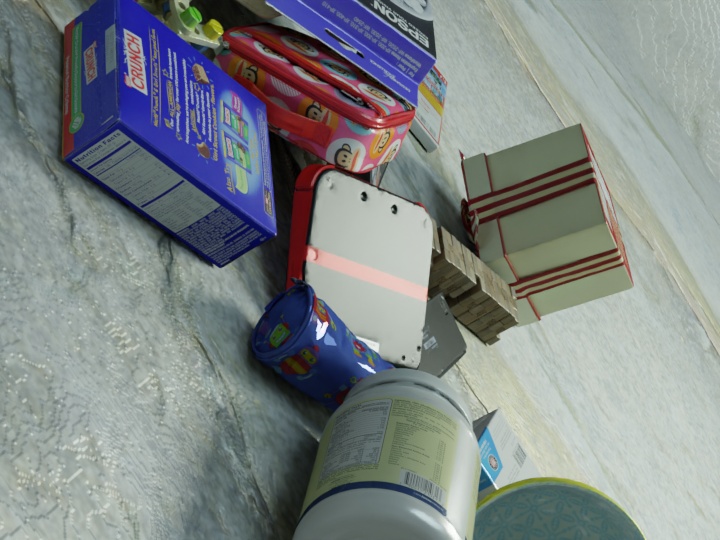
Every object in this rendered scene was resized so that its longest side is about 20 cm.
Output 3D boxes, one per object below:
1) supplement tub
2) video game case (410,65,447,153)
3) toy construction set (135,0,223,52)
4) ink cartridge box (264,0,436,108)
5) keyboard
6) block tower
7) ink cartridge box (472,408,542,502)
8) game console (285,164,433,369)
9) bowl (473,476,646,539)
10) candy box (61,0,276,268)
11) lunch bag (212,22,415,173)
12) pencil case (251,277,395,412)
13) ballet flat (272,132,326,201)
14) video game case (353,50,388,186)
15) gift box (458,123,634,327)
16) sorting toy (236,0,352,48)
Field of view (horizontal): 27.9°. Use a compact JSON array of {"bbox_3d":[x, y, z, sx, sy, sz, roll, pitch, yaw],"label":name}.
[{"bbox_3d":[0.027,0.189,1.211,0.145,0.144,0.201,50,26,-19],"label":"supplement tub"},{"bbox_3d":[0.064,-0.259,1.944,0.143,0.017,0.201,49,27,-22],"label":"video game case"},{"bbox_3d":[-0.214,-0.261,1.344,0.200,0.091,0.132,40,27,-57],"label":"toy construction set"},{"bbox_3d":[-0.007,-0.280,1.518,0.197,0.043,0.201,32,29,-20],"label":"ink cartridge box"},{"bbox_3d":[0.058,0.059,1.570,0.128,0.020,0.200,65,23,-2],"label":"keyboard"},{"bbox_3d":[0.111,0.009,1.684,0.200,0.057,0.054,40,31,-38],"label":"block tower"},{"bbox_3d":[0.156,0.257,1.471,0.201,0.068,0.116,57,25,-4],"label":"ink cartridge box"},{"bbox_3d":[0.000,0.000,1.429,0.199,0.031,0.179,19,75,-47],"label":"game console"},{"bbox_3d":[0.170,0.280,1.354,0.201,0.199,0.108,56,5,-5],"label":"bowl"},{"bbox_3d":[-0.168,-0.124,1.279,0.200,0.077,0.170,38,33,-40],"label":"candy box"},{"bbox_3d":[-0.056,-0.174,1.462,0.199,0.083,0.176,31,22,13],"label":"lunch bag"},{"bbox_3d":[-0.016,0.089,1.326,0.200,0.078,0.087,40,16,-35],"label":"pencil case"},{"bbox_3d":[-0.058,-0.086,1.495,0.067,0.046,0.201,15,43,-44],"label":"ballet flat"},{"bbox_3d":[0.021,-0.195,1.651,0.200,0.025,0.183,-70,164,-60],"label":"video game case"},{"bbox_3d":[0.217,-0.066,1.806,0.200,0.185,0.186,55,22,-46],"label":"gift box"},{"bbox_3d":[-0.099,-0.310,1.576,0.185,0.037,0.199,38,17,26],"label":"sorting toy"}]
